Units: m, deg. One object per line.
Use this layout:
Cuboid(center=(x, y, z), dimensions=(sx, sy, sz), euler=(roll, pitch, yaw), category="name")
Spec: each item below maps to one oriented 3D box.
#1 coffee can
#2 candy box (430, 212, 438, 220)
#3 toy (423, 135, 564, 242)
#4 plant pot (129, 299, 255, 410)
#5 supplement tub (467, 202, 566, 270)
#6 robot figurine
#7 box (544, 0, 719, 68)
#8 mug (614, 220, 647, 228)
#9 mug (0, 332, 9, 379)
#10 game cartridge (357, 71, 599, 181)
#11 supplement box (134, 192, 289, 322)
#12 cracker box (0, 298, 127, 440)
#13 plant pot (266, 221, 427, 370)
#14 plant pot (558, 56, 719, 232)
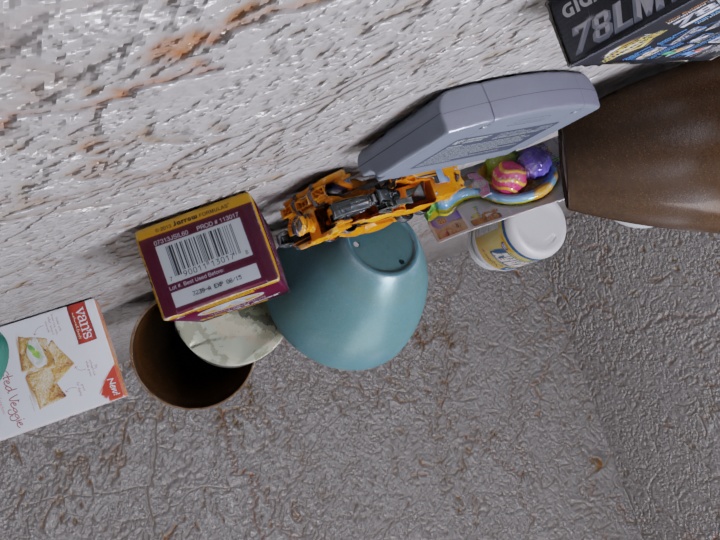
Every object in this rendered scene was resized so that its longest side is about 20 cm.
Cuboid(center=(-0.172, 0.057, 1.007), dimensions=(0.146, 0.147, 0.200), euler=(-18, 176, -13), category="coffee can")
Cuboid(center=(0.209, -0.127, 1.208), dimensions=(0.200, 0.026, 0.102), euler=(-23, 178, 44), category="candy box")
Cuboid(center=(0.161, -0.110, 0.856), dimensions=(0.199, 0.115, 0.047), euler=(-21, 132, 0), category="toy")
Cuboid(center=(-0.263, 0.103, 1.211), dimensions=(0.186, 0.188, 0.200), euler=(-19, -169, -6), category="plant pot")
Cuboid(center=(0.332, -0.079, 1.617), dimensions=(0.144, 0.145, 0.200), euler=(-18, 176, -23), category="supplement tub")
Cuboid(center=(0.006, -0.070, 0.762), dimensions=(0.200, 0.058, 0.145), euler=(-17, 175, -42), category="robot figurine")
Cuboid(center=(0.242, -0.181, 0.425), dimensions=(0.198, 0.050, 0.200), euler=(-15, 175, -41), category="box")
Cuboid(center=(0.413, -0.159, 1.062), dimensions=(0.200, 0.148, 0.175), euler=(-50, 160, 16), category="mug")
Cuboid(center=(-0.483, 0.134, 0.797), dimensions=(0.185, 0.115, 0.152), euler=(-21, 176, 30), category="mug")
Cuboid(center=(0.110, -0.127, 0.648), dimensions=(0.200, 0.042, 0.133), euler=(-16, 171, -37), category="game cartridge")
Cuboid(center=(-0.138, -0.005, 0.749), dimensions=(0.110, 0.086, 0.200), euler=(-19, 177, -4), category="supplement box")
Cuboid(center=(-0.414, 0.130, 0.949), dimensions=(0.199, 0.134, 0.058), euler=(-19, 176, -16), category="cracker box")
Cuboid(center=(0.000, 0.000, 0.885), dimensions=(0.200, 0.201, 0.135), euler=(-17, 159, -31), category="plant pot")
Cuboid(center=(0.305, -0.119, 0.750), dimensions=(0.199, 0.188, 0.187), euler=(-6, 179, 13), category="plant pot")
